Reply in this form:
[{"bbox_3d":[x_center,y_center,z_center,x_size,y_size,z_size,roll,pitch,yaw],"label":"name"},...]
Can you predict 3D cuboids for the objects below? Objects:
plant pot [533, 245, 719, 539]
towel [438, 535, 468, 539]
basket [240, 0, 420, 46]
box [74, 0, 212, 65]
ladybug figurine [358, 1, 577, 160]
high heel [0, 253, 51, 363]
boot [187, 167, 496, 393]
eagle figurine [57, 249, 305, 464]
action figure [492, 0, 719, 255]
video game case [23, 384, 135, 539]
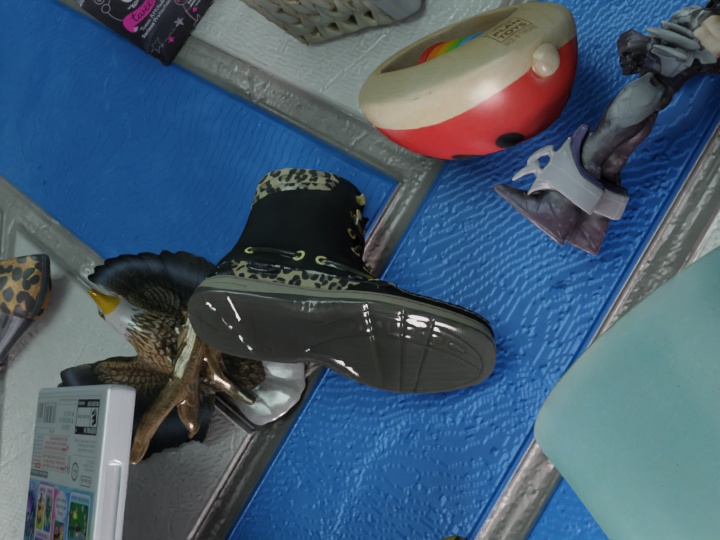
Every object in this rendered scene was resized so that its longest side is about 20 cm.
[{"bbox_3d":[0.204,0.092,0.551,0.200,0.200,0.162,-39,63,17],"label":"plant pot"},{"bbox_3d":[-0.004,0.254,0.749,0.198,0.023,0.146,-23,58,29],"label":"towel"},{"bbox_3d":[-0.052,-0.280,0.924,0.122,0.199,0.138,-11,62,39],"label":"basket"},{"bbox_3d":[-0.185,-0.317,1.101,0.201,0.114,0.132,-53,48,5],"label":"box"},{"bbox_3d":[0.074,-0.120,0.796,0.135,0.073,0.200,-32,15,-15],"label":"ladybug figurine"},{"bbox_3d":[-0.360,-0.007,1.118,0.200,0.071,0.143,46,107,25],"label":"high heel"},{"bbox_3d":[-0.001,-0.001,0.823,0.200,0.074,0.155,9,40,8],"label":"boot"},{"bbox_3d":[-0.147,0.057,0.909,0.150,0.153,0.199,-26,6,-22],"label":"eagle figurine"},{"bbox_3d":[0.169,-0.105,0.721,0.069,0.130,0.201,40,102,14],"label":"action figure"},{"bbox_3d":[-0.201,0.173,0.840,0.199,0.023,0.185,-12,72,62],"label":"video game case"}]
